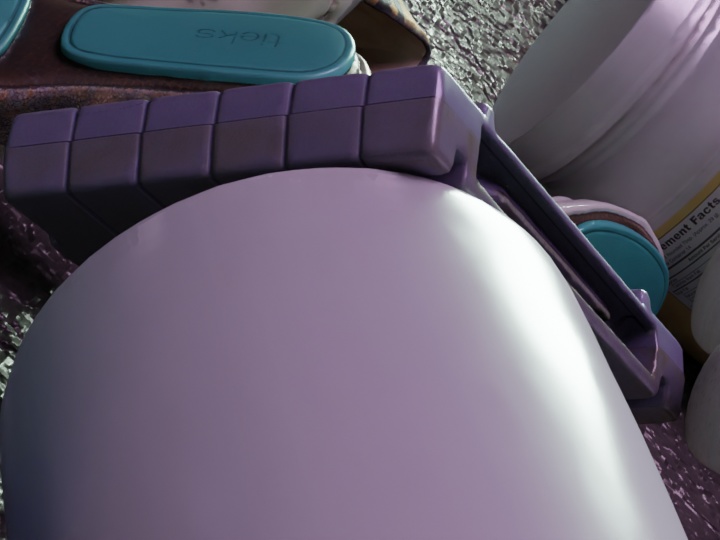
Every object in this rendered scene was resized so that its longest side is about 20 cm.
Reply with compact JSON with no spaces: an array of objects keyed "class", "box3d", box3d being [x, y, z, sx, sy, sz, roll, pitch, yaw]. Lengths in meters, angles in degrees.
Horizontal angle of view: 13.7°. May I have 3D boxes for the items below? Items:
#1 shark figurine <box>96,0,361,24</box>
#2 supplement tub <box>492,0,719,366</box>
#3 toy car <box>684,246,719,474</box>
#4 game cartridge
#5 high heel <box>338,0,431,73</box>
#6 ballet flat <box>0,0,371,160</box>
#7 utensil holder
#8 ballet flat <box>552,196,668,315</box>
[{"class":"shark figurine","box3d":[-0.109,-0.091,0.947,0.214,0.128,0.090,17,16,-8]},{"class":"supplement tub","box3d":[0.162,-0.032,1.179,0.200,0.145,0.145,40,25,-12]},{"class":"toy car","box3d":[0.179,0.078,0.919,0.200,0.150,0.175,-71,156,-68]},{"class":"game cartridge","box3d":[0.000,0.000,0.839,0.200,0.130,0.038,44,50,-57]},{"class":"high heel","box3d":[-0.012,-0.071,1.047,0.143,0.071,0.200,23,22,-28]},{"class":"ballet flat","box3d":[-0.095,-0.049,0.872,0.200,0.067,0.068,13,36,13]},{"class":"utensil holder","box3d":[0.003,0.095,0.701,0.170,0.170,0.200,28,28,-33]},{"class":"ballet flat","box3d":[0.043,-0.003,1.056,0.069,0.069,0.200,53,26,18]}]
